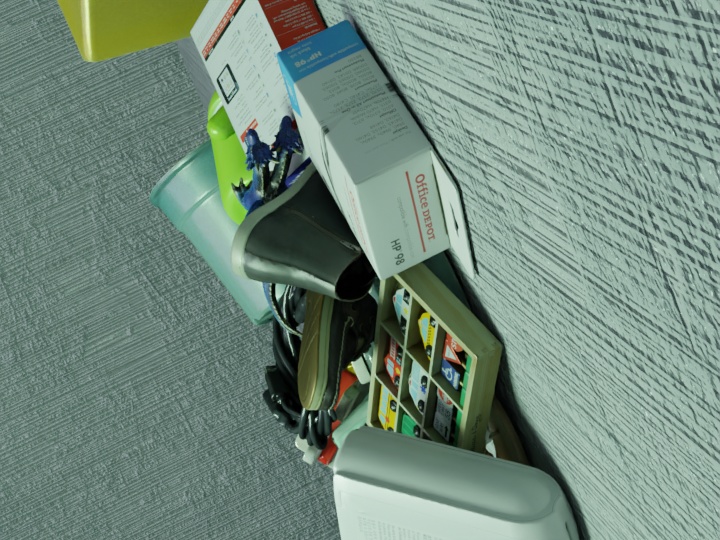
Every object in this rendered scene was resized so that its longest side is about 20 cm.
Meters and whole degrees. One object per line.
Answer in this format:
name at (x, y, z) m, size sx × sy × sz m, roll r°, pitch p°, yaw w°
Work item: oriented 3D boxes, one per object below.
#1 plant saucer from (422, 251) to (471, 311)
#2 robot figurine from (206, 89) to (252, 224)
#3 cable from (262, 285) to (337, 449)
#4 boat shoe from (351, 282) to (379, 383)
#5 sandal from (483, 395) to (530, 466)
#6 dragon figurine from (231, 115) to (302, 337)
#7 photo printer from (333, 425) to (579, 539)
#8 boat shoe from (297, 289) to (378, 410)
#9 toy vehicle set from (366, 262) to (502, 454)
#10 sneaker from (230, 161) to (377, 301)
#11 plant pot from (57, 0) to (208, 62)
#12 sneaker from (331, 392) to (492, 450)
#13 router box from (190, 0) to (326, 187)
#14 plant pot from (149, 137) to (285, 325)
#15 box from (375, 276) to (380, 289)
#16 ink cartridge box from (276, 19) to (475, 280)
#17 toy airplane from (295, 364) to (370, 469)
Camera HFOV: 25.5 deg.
plant saucer at (0.055, 0.024, 1.370) m, size 0.201 × 0.038 × 0.203 m, roll 155°, pitch 91°, yaw -85°
robot figurine at (-0.092, -0.122, 1.617) m, size 0.176 × 0.114 × 0.202 m, roll 61°, pitch -166°, yaw -59°
cable at (-0.048, 0.087, 1.597) m, size 0.200 × 0.050 × 0.165 m, roll -129°, pitch 52°, yaw -66°
boat shoe at (0.000, 0.000, 1.467) m, size 0.073 × 0.061 × 0.202 m, roll 24°, pitch -129°, yaw -82°
sandal at (0.111, 0.195, 1.387) m, size 0.078 × 0.069 × 0.213 m, roll 59°, pitch 172°, yaw 40°
dragon figurine at (-0.078, -0.034, 1.406) m, size 0.099 × 0.058 × 0.203 m, roll -158°, pitch 64°, yaw -78°
photo printer at (0.082, 0.216, 1.287) m, size 0.070 × 0.198 × 0.168 m, roll -58°, pitch -29°, yaw -41°
boat shoe at (-0.013, 0.041, 1.348) m, size 0.201 × 0.064 × 0.074 m, roll -84°, pitch 13°, yaw -47°
toy vehicle set at (0.057, 0.096, 1.311) m, size 0.124 × 0.026 × 0.201 m, roll 46°, pitch 146°, yaw 35°
sneaker at (-0.011, -0.034, 1.320) m, size 0.105 × 0.200 × 0.075 m, roll 20°, pitch 129°, yaw 23°
plant pot at (-0.215, -0.356, 1.573) m, size 0.178 × 0.198 × 0.201 m, roll 89°, pitch 158°, yaw -45°
sneaker at (0.044, 0.162, 1.500) m, size 0.074 × 0.118 × 0.200 m, roll 50°, pitch 166°, yaw -19°
router box at (-0.079, -0.178, 1.448) m, size 0.181 × 0.048 × 0.200 m, roll 65°, pitch 159°, yaw 2°
plant pot at (-0.115, -0.055, 1.879) m, size 0.197 × 0.199 × 0.200 m, roll 57°, pitch 173°, yaw 6°
box at (0.014, -0.028, 1.509) m, size 0.041 × 0.038 × 0.202 m, roll 106°, pitch 139°, yaw -81°
ink cartridge box at (0.011, -0.080, 1.209) m, size 0.116 × 0.066 × 0.201 m, roll 73°, pitch 170°, yaw -51°
toy airplane at (0.005, 0.126, 1.712) m, size 0.200 × 0.139 × 0.201 m, roll 91°, pitch -171°, yaw -48°
